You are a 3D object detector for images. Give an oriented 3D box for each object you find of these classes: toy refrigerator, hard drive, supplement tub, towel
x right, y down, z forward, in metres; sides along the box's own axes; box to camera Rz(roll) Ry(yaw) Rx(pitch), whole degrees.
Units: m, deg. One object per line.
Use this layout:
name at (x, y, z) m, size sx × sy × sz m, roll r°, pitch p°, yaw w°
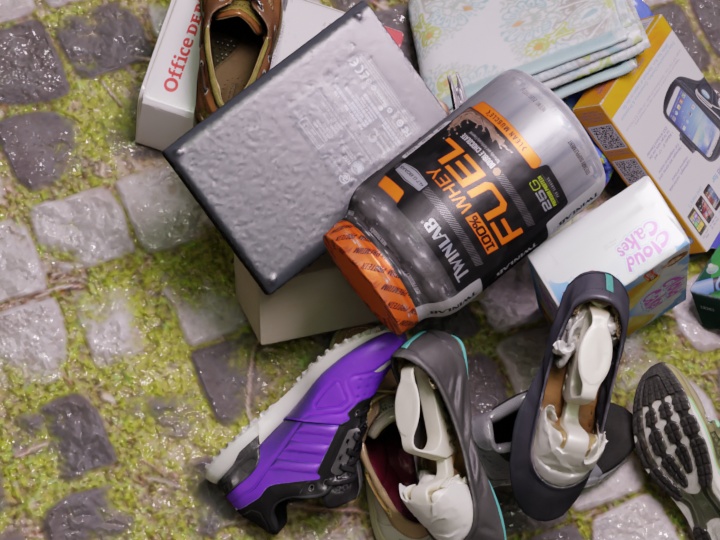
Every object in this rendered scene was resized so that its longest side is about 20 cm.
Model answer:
toy refrigerator at (0.000, 0.000, 1.645) m, size 0.198 × 0.070 × 0.076 m, roll -12°, pitch 36°, yaw -16°
hard drive at (-0.036, -0.096, 1.551) m, size 0.200 × 0.033 × 0.140 m, roll -38°, pitch 96°, yaw -9°
supplement tub at (0.077, -0.050, 1.506) m, size 0.200 × 0.123 × 0.123 m, roll -39°, pitch 78°, yaw -8°
towel at (0.144, -0.209, 1.729) m, size 0.199 × 0.048 × 0.172 m, roll -19°, pitch 43°, yaw 12°

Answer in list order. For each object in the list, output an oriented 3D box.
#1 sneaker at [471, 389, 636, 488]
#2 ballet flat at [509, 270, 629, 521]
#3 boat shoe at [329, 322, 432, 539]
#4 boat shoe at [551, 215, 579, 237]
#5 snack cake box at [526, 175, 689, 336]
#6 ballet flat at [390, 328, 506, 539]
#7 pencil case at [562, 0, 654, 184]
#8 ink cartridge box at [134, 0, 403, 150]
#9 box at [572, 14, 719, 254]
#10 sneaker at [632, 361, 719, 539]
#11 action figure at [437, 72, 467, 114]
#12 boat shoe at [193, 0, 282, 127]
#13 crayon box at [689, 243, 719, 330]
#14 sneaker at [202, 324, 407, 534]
sneaker at (0.165, 0.131, 1.585) m, size 0.199 × 0.115 × 0.076 m, roll -7°, pitch 72°, yaw -32°
ballet flat at (0.158, 0.099, 1.482) m, size 0.072 × 0.073 × 0.202 m, roll 13°, pitch 100°, yaw -5°
boat shoe at (0.026, 0.128, 1.603) m, size 0.073 × 0.066 × 0.201 m, roll -12°, pitch 69°, yaw -17°
boat shoe at (0.119, -0.071, 1.711) m, size 0.074 × 0.066 × 0.199 m, roll -44°, pitch 58°, yaw -11°
snack cake box at (0.203, 0.005, 1.607) m, size 0.115 × 0.200 × 0.067 m, roll -31°, pitch 74°, yaw 0°
ballet flat at (0.058, 0.147, 1.516) m, size 0.068 × 0.068 × 0.202 m, roll -11°, pitch 87°, yaw -46°
pencil case at (0.207, -0.163, 1.764) m, size 0.086 × 0.078 × 0.201 m, roll 5°, pitch 61°, yaw 28°
ink cartridge box at (-0.080, -0.158, 1.701) m, size 0.199 × 0.083 × 0.148 m, roll 18°, pitch 65°, yaw -3°
box at (0.277, -0.109, 1.736) m, size 0.200 × 0.041 × 0.119 m, roll 52°, pitch 58°, yaw -25°
sneaker at (0.295, 0.161, 1.641) m, size 0.088 × 0.077 × 0.201 m, roll -32°, pitch 96°, yaw -44°
action figure at (0.017, -0.098, 1.611) m, size 0.198 × 0.069 × 0.131 m, roll -6°, pitch 84°, yaw -7°
boat shoe at (-0.097, -0.200, 1.631) m, size 0.071 × 0.068 × 0.201 m, roll 4°, pitch 65°, yaw -8°
crayon box at (0.391, -0.026, 1.723) m, size 0.125 × 0.052 × 0.200 m, roll 14°, pitch 55°, yaw 39°
sneaker at (-0.023, 0.131, 1.558) m, size 0.200 × 0.070 × 0.100 m, roll -43°, pitch 80°, yaw 13°
